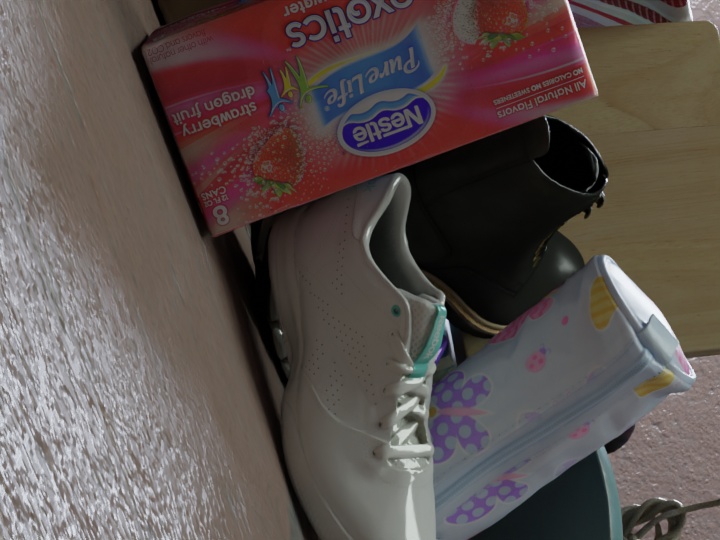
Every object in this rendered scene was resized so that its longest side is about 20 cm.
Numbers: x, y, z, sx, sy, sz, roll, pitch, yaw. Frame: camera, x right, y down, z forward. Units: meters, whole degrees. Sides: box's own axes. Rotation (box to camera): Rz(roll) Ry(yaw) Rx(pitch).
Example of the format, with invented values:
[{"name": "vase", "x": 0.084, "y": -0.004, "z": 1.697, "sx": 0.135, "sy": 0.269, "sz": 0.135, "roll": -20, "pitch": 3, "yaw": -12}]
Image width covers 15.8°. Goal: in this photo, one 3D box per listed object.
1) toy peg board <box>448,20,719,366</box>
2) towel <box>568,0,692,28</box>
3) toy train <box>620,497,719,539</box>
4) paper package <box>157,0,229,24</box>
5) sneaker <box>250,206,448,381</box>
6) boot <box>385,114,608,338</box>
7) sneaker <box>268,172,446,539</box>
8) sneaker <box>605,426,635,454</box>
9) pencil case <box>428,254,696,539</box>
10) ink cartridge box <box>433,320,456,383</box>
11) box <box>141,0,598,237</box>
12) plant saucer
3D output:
[{"name": "toy peg board", "x": 0.123, "y": -0.032, "z": 1.533, "sx": 0.098, "sy": 0.199, "sz": 0.200, "roll": 135, "pitch": -53, "yaw": -66}, {"name": "towel", "x": 0.132, "y": -0.173, "z": 1.571, "sx": 0.200, "sy": 0.143, "sz": 0.023, "roll": 59, "pitch": 53, "yaw": -72}, {"name": "toy train", "x": 0.136, "y": 0.205, "z": 1.610, "sx": 0.116, "sy": 0.199, "sz": 0.085, "roll": 72, "pitch": 1, "yaw": -53}, {"name": "paper package", "x": -0.015, "y": -0.186, "z": 1.406, "sx": 0.103, "sy": 0.199, "sz": 0.191, "roll": -84, "pitch": 154, "yaw": -80}, {"name": "sneaker", "x": -0.001, "y": 0.034, "z": 1.379, "sx": 0.081, "sy": 0.083, "sz": 0.200, "roll": -105, "pitch": 171, "yaw": -52}, {"name": "boot", "x": 0.094, "y": -0.023, "z": 1.354, "sx": 0.200, "sy": 0.138, "sz": 0.078, "roll": 13, "pitch": 64, "yaw": -51}, {"name": "sneaker", "x": 0.011, "y": 0.049, "z": 1.241, "sx": 0.075, "sy": 0.088, "sz": 0.201, "roll": 8, "pitch": 63, "yaw": -47}, {"name": "sneaker", "x": 0.129, "y": 0.071, "z": 1.631, "sx": 0.112, "sy": 0.078, "sz": 0.200, "roll": 28, "pitch": -5, "yaw": -4}, {"name": "pencil case", "x": 0.071, "y": 0.078, "z": 1.307, "sx": 0.083, "sy": 0.200, "sz": 0.091, "roll": 53, "pitch": 11, "yaw": 0}, {"name": "ink cartridge box", "x": 0.000, "y": 0.000, "z": 1.542, "sx": 0.200, "sy": 0.084, "sz": 0.145, "roll": 42, "pitch": 29, "yaw": -79}, {"name": "box", "x": 0.004, "y": -0.100, "z": 1.261, "sx": 0.095, "sy": 0.199, "sz": 0.103, "roll": -95, "pitch": 165, "yaw": -79}, {"name": "plant saucer", "x": 0.081, "y": 0.148, "z": 1.401, "sx": 0.200, "sy": 0.027, "sz": 0.201, "roll": -13, "pitch": -105, "yaw": 56}]
